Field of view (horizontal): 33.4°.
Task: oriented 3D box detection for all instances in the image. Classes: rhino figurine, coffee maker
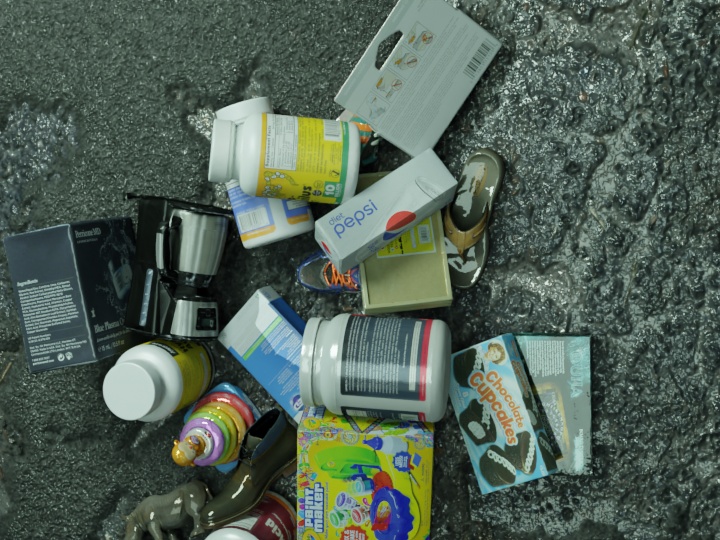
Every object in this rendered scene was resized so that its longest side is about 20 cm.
[{"bbox_3d":[-0.307,0.389,1.863,0.198,0.060,0.089,-23,70,17],"label":"rhino figurine"},{"bbox_3d":[-0.280,-0.004,1.787,0.191,0.133,0.203,14,95,55],"label":"coffee maker"}]

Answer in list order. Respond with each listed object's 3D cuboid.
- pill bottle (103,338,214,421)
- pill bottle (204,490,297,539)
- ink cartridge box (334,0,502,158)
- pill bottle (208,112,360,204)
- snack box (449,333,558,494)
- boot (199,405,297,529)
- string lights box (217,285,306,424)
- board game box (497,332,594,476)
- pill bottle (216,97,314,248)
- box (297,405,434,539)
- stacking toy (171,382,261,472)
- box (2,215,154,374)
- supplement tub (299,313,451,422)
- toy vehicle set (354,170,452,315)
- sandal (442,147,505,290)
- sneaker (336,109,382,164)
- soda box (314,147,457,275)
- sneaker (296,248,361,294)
[{"bbox_3d":[-0.298,0.159,1.765,0.109,0.200,0.113,2,96,14],"label":"pill bottle"},{"bbox_3d":[-0.168,0.411,1.750,0.112,0.200,0.116,4,105,14],"label":"pill bottle"},{"bbox_3d":[0.074,-0.275,1.645,0.172,0.044,0.201,30,99,-30],"label":"ink cartridge box"},{"bbox_3d":[-0.105,-0.154,1.633,0.197,0.113,0.115,5,97,-9],"label":"pill bottle"},{"bbox_3d":[0.193,0.202,1.693,0.115,0.037,0.203,-24,81,35],"label":"snack box"},{"bbox_3d":[-0.168,0.285,1.752,0.074,0.199,0.098,14,131,47],"label":"boot"},{"bbox_3d":[-0.107,0.132,1.785,0.200,0.059,0.103,46,105,6],"label":"string lights box"},{"bbox_3d":[0.264,0.190,1.706,0.133,0.028,0.204,0,95,15],"label":"board game box"},{"bbox_3d":[-0.143,-0.142,1.740,0.110,0.112,0.203,-15,91,16],"label":"pill bottle"},{"bbox_3d":[0.009,0.301,1.708,0.189,0.122,0.203,2,106,5],"label":"box"},{"bbox_3d":[-0.226,0.246,1.755,0.109,0.200,0.117,-40,84,15],"label":"stacking toy"},{"bbox_3d":[-0.414,0.032,1.785,0.116,0.196,0.203,-11,93,16],"label":"box"},{"bbox_3d":[0.023,0.133,1.663,0.197,0.140,0.143,4,97,9],"label":"supplement tub"},{"bbox_3d":[0.055,-0.043,1.681,0.122,0.027,0.203,-5,70,-4],"label":"toy vehicle set"},{"bbox_3d":[0.155,-0.073,1.696,0.081,0.055,0.203,20,100,12],"label":"sandal"},{"bbox_3d":[0.010,-0.203,1.718,0.080,0.071,0.200,45,112,5],"label":"sneaker"},{"bbox_3d":[0.035,-0.081,1.645,0.199,0.064,0.069,-33,75,-13],"label":"soda box"},{"bbox_3d":[0.000,0.000,1.733,0.197,0.078,0.077,-3,94,15],"label":"sneaker"}]
